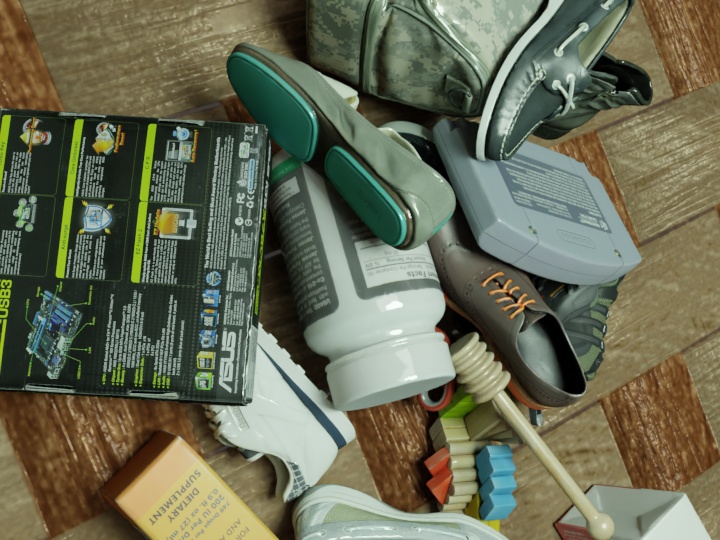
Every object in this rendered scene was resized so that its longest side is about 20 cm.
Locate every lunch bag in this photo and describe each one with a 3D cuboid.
[{"bbox_3d":[0.071,-0.235,0.758,0.168,0.139,0.200,29,65,8],"label":"lunch bag"}]

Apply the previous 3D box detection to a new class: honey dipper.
[{"bbox_3d":[0.139,0.137,0.731,0.038,0.038,0.200,-42,97,-26],"label":"honey dipper"}]

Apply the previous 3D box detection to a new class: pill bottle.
[{"bbox_3d":[0.000,0.000,0.709,0.113,0.113,0.200,-8,74,-28],"label":"pill bottle"}]

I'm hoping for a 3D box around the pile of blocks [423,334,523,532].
[{"bbox_3d":[0.089,0.152,0.768,0.062,0.082,0.200,2,82,-27],"label":"pile of blocks"}]

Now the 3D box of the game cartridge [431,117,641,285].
[{"bbox_3d":[0.154,-0.053,0.772,0.200,0.042,0.133,11,52,-40],"label":"game cartridge"}]

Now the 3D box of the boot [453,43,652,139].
[{"bbox_3d":[0.156,-0.179,0.825,0.200,0.131,0.068,10,77,-25],"label":"boot"}]

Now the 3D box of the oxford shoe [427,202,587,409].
[{"bbox_3d":[0.117,0.021,0.729,0.071,0.073,0.200,-37,91,-15],"label":"oxford shoe"}]

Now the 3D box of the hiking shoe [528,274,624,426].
[{"bbox_3d":[0.195,0.050,0.854,0.200,0.076,0.101,-42,124,-30],"label":"hiking shoe"}]

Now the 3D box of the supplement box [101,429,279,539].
[{"bbox_3d":[-0.097,0.211,0.674,0.067,0.069,0.200,-46,106,-22],"label":"supplement box"}]

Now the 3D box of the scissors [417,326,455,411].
[{"bbox_3d":[0.046,0.017,0.765,0.014,0.073,0.200,-1,92,-60],"label":"scissors"}]

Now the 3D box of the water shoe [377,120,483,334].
[{"bbox_3d":[0.070,-0.037,0.783,0.200,0.071,0.079,54,43,-11],"label":"water shoe"}]

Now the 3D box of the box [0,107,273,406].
[{"bbox_3d":[-0.166,-0.009,0.643,0.193,0.048,0.200,2,80,2],"label":"box"}]

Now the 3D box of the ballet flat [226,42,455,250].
[{"bbox_3d":[-0.013,-0.096,0.651,0.064,0.067,0.200,-35,72,-32],"label":"ballet flat"}]

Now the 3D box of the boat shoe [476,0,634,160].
[{"bbox_3d":[0.155,-0.161,0.721,0.060,0.076,0.200,25,72,17],"label":"boat shoe"}]

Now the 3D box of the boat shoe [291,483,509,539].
[{"bbox_3d":[0.042,0.229,0.719,0.202,0.065,0.074,23,110,-13],"label":"boat shoe"}]

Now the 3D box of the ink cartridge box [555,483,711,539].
[{"bbox_3d":[0.278,0.296,0.824,0.067,0.116,0.200,-34,99,-27],"label":"ink cartridge box"}]

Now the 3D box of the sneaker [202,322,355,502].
[{"bbox_3d":[-0.093,0.088,0.695,0.081,0.076,0.200,-46,102,-15],"label":"sneaker"}]
